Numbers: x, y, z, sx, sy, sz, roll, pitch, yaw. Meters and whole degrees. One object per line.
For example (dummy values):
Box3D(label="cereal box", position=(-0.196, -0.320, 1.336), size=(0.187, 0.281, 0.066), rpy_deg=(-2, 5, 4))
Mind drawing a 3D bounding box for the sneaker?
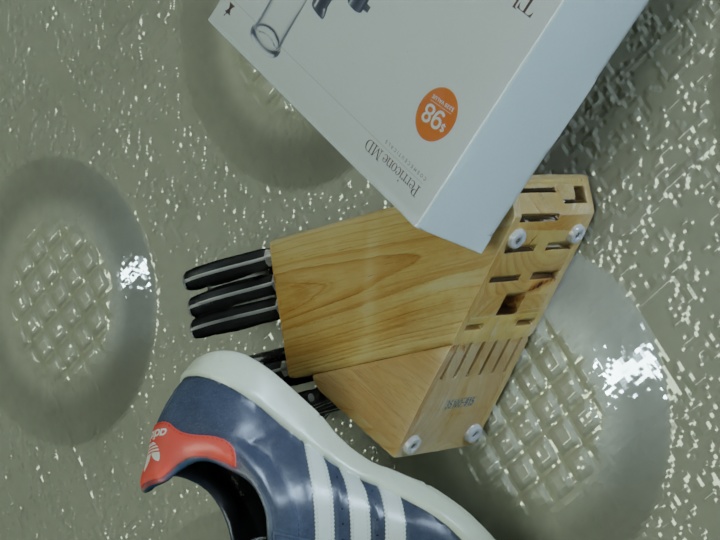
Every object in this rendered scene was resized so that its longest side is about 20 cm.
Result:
Box3D(label="sneaker", position=(-0.016, 0.127, 1.019), size=(0.200, 0.085, 0.075), rpy_deg=(35, 155, -3))

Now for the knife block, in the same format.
Box3D(label="knife block", position=(0.000, 0.000, 1.061), size=(0.175, 0.064, 0.201), rpy_deg=(41, 118, 31))

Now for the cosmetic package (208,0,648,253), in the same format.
Box3D(label="cosmetic package", position=(0.028, -0.125, 0.993), size=(0.200, 0.052, 0.151), rpy_deg=(46, 110, 43))
